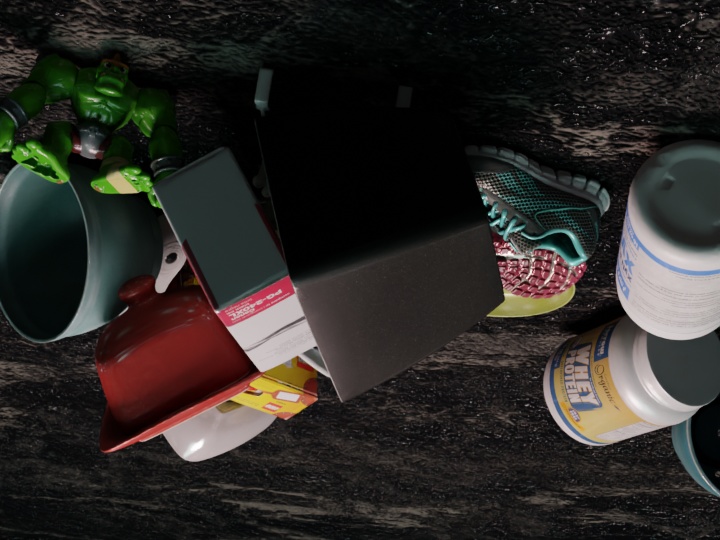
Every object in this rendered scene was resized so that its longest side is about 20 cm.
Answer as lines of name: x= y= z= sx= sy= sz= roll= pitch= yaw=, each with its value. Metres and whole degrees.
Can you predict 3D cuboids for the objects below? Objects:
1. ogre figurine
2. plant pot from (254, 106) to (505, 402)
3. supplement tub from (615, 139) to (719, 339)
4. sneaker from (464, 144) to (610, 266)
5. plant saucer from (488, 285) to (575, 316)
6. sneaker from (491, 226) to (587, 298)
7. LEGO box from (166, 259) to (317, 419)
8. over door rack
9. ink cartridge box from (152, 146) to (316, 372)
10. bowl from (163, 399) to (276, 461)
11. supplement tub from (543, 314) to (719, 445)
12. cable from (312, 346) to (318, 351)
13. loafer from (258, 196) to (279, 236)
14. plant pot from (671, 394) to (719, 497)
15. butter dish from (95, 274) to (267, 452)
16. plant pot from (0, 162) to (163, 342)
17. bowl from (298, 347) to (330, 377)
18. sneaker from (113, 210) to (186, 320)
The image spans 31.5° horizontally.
ogre figurine: x=-0.254 y=-0.139 z=1.215 sx=0.198 sy=0.121 sz=0.098 roll=7 pitch=152 yaw=0
plant pot: x=0.025 y=-0.033 z=1.162 sx=0.176 sy=0.201 sz=0.200 roll=-16 pitch=141 yaw=3
supplement tub: x=0.321 y=-0.026 z=1.250 sx=0.131 sy=0.133 sz=0.200 roll=5 pitch=155 yaw=9
sneaker: x=0.158 y=-0.062 z=1.276 sx=0.199 sy=0.092 sz=0.078 roll=14 pitch=155 yaw=-12
plant saucer: x=0.153 y=0.002 z=1.498 sx=0.198 sy=0.031 sz=0.200 roll=7 pitch=155 yaw=3
sneaker: x=0.150 y=-0.034 z=1.357 sx=0.199 sy=0.075 sz=0.081 roll=21 pitch=128 yaw=-14
LEGO box: x=-0.152 y=0.083 z=1.625 sx=0.199 sy=0.150 sz=0.077 roll=24 pitch=139 yaw=-30
over door rack: x=-0.031 y=-0.114 z=1.257 sx=0.147 sy=0.067 sz=0.200 roll=7 pitch=156 yaw=1
ink cartridge box: x=-0.111 y=-0.004 z=1.224 sx=0.083 sy=0.146 sz=0.200 roll=-29 pitch=158 yaw=-4
bowl: x=-0.194 y=0.131 z=1.673 sx=0.075 sy=0.200 sz=0.200 roll=-38 pitch=170 yaw=37
supplement tub: x=0.336 y=0.129 z=1.577 sx=0.144 sy=0.146 sz=0.200 roll=19 pitch=154 yaw=-22
cable: x=0.000 y=0.000 z=1.390 sx=0.051 sy=0.200 sz=0.163 roll=43 pitch=170 yaw=26
loafer: x=-0.089 y=-0.055 z=1.408 sx=0.199 sy=0.068 sz=0.076 roll=-5 pitch=151 yaw=25
plant pot: x=0.495 y=0.209 z=1.665 sx=0.198 sy=0.202 sz=0.188 roll=9 pitch=172 yaw=-2
butter dish: x=-0.210 y=0.074 z=1.362 sx=0.199 sy=0.149 sz=0.200 roll=-26 pitch=-164 yaw=-1
plant pot: x=-0.307 y=-0.025 z=1.434 sx=0.200 sy=0.202 sz=0.134 roll=-15 pitch=172 yaw=43
bowl: x=-0.078 y=0.028 z=1.513 sx=0.201 sy=0.090 sz=0.201 roll=43 pitch=-179 yaw=-1
sneaker: x=-0.276 y=-0.017 z=1.561 sx=0.073 sy=0.112 sz=0.201 roll=-5 pitch=134 yaw=-37
